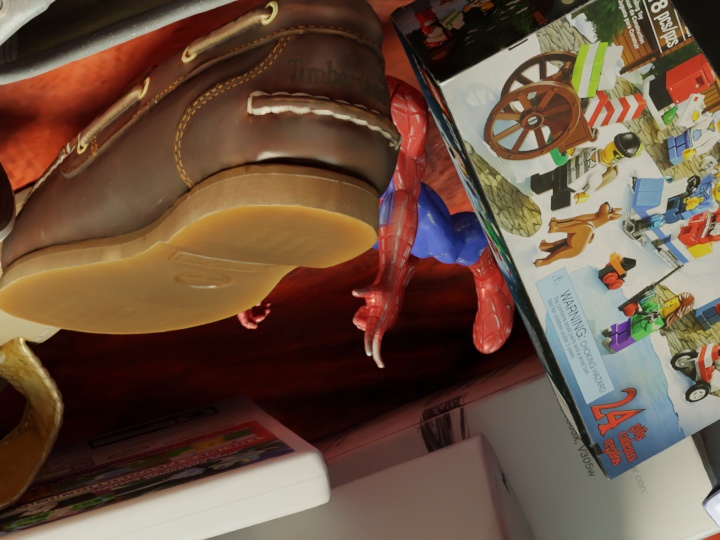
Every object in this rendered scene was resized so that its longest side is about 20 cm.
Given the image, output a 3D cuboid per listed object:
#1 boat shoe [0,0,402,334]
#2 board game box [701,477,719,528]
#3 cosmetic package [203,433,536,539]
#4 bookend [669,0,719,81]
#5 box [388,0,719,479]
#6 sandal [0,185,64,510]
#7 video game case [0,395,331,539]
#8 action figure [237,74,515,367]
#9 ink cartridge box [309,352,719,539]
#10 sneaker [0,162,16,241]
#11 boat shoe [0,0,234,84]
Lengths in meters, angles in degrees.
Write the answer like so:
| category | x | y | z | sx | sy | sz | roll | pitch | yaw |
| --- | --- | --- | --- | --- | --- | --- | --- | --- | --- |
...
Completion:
| category | x | y | z | sx | sy | sz | roll | pitch | yaw |
| --- | --- | --- | --- | --- | --- | --- | --- | --- | --- |
| boat shoe | -0.048 | -0.028 | 0.827 | 0.070 | 0.070 | 0.200 | 11 | 163 | -30 |
| board game box | 0.206 | 0.033 | 1.045 | 0.135 | 0.034 | 0.200 | -41 | 178 | 22 |
| cosmetic package | -0.025 | 0.149 | 0.984 | 0.200 | 0.081 | 0.113 | -20 | 124 | 9 |
| bookend | 0.209 | -0.107 | 0.774 | 0.199 | 0.092 | 0.200 | -41 | 147 | 22 |
| box | 0.103 | -0.035 | 0.870 | 0.137 | 0.038 | 0.200 | -29 | 137 | -2 |
| sandal | -0.136 | 0.048 | 0.979 | 0.078 | 0.070 | 0.212 | 3 | 150 | -35 |
| video game case | -0.121 | 0.090 | 1.018 | 0.200 | 0.023 | 0.182 | -15 | -174 | -9 |
| action figure | 0.000 | 0.000 | 0.919 | 0.065 | 0.099 | 0.200 | 9 | 159 | 18 |
| ink cartridge box | 0.044 | 0.087 | 1.092 | 0.200 | 0.084 | 0.146 | -23 | 179 | 12 |
| sneaker | -0.199 | -0.009 | 0.812 | 0.200 | 0.073 | 0.085 | 8 | 145 | -44 |
| boat shoe | -0.013 | -0.100 | 0.735 | 0.202 | 0.065 | 0.074 | -13 | 156 | -5 |
